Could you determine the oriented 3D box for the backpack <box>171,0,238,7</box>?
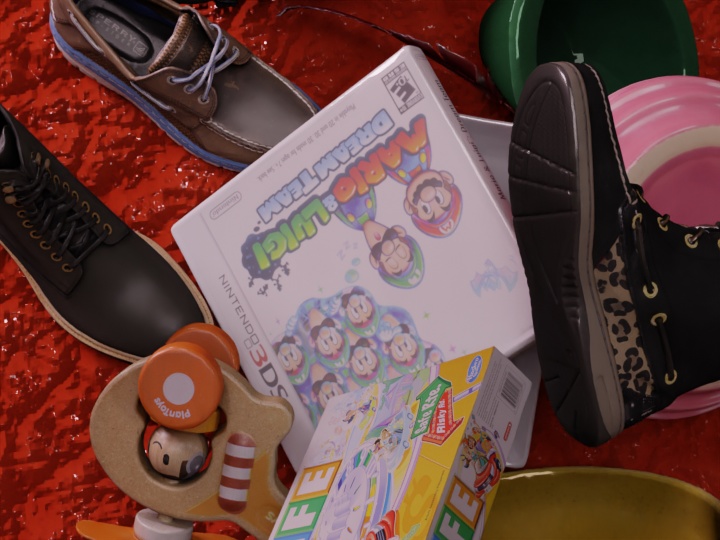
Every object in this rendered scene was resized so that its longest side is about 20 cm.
[{"bbox_3d":[-0.073,-0.291,1.018,0.161,0.154,0.202,-8,57,-1],"label":"backpack"}]

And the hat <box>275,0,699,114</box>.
[{"bbox_3d":[0.096,-0.136,1.039,0.166,0.175,0.201,-45,117,-29],"label":"hat"}]

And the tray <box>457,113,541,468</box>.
[{"bbox_3d":[0.063,0.010,0.951,0.106,0.022,0.202,10,98,9],"label":"tray"}]

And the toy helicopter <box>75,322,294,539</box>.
[{"bbox_3d":[-0.073,0.135,0.921,0.200,0.079,0.133,40,99,-2],"label":"toy helicopter"}]

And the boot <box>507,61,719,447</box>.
[{"bbox_3d":[0.164,-0.021,0.853,0.152,0.073,0.206,-14,106,-20],"label":"boot"}]

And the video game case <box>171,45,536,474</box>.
[{"bbox_3d":[0.000,0.000,0.940,0.199,0.024,0.183,-35,77,25],"label":"video game case"}]

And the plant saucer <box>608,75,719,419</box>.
[{"bbox_3d":[0.191,-0.010,0.926,0.198,0.051,0.203,-3,100,-19],"label":"plant saucer"}]

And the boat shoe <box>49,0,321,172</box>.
[{"bbox_3d":[-0.110,-0.123,0.996,0.198,0.072,0.073,26,75,4],"label":"boat shoe"}]

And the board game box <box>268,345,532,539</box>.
[{"bbox_3d":[0.004,0.140,0.821,0.034,0.134,0.201,43,49,-24],"label":"board game box"}]

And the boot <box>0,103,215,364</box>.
[{"bbox_3d":[-0.174,-0.023,0.932,0.199,0.138,0.078,36,76,6],"label":"boot"}]

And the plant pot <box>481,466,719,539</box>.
[{"bbox_3d":[0.108,0.209,0.877,0.198,0.200,0.144,-8,101,-5],"label":"plant pot"}]
